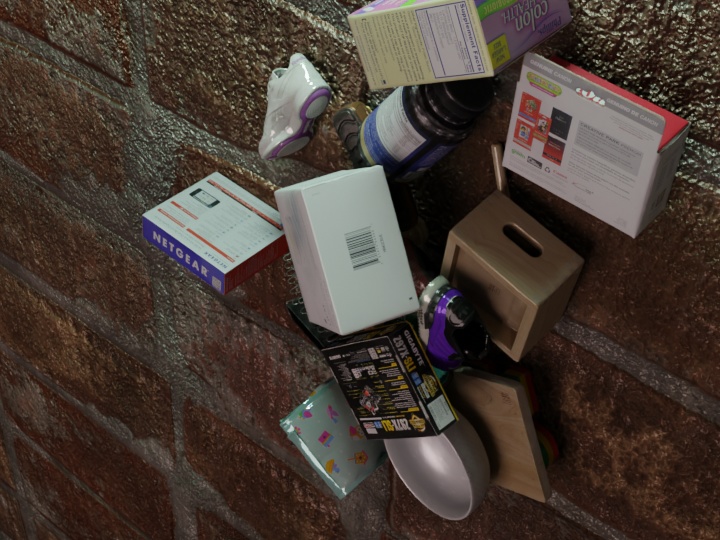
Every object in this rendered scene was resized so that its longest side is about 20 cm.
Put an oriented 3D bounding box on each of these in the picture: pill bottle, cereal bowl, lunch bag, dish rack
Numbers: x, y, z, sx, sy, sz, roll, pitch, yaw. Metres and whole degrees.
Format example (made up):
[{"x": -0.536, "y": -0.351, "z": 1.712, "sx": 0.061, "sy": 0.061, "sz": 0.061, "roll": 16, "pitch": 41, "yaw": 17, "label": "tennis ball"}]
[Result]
[{"x": 0.088, "y": -0.204, "z": 1.520, "sx": 0.113, "sy": 0.111, "sz": 0.200, "roll": 54, "pitch": 141, "yaw": 0, "label": "pill bottle"}, {"x": 0.128, "y": 0.276, "z": 1.741, "sx": 0.199, "sy": 0.083, "sz": 0.202, "roll": 37, "pitch": 144, "yaw": 33, "label": "cereal bowl"}, {"x": -0.025, "y": 0.268, "z": 1.916, "sx": 0.171, "sy": 0.199, "sz": 0.122, "roll": 51, "pitch": 141, "yaw": 2, "label": "lunch bag"}, {"x": -0.071, "y": 0.031, "z": 1.803, "sx": 0.153, "sy": 0.054, "sz": 0.202, "roll": 43, "pitch": 152, "yaw": 41, "label": "dish rack"}]

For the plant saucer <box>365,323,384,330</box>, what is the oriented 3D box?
[{"x": -0.020, "y": 0.072, "z": 1.851, "sx": 0.201, "sy": 0.032, "sz": 0.202, "roll": 51, "pitch": 157, "yaw": 31, "label": "plant saucer"}]

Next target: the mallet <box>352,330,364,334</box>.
[{"x": 0.000, "y": 0.000, "z": 1.720, "sx": 0.065, "sy": 0.041, "sz": 0.203, "roll": 21, "pitch": 105, "yaw": 33, "label": "mallet"}]

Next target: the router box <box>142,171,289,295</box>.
[{"x": -0.236, "y": -0.068, "z": 1.906, "sx": 0.199, "sy": 0.179, "sz": 0.049, "roll": 33, "pitch": 137, "yaw": 25, "label": "router box"}]

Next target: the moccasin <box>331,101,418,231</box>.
[{"x": 0.029, "y": -0.152, "z": 1.659, "sx": 0.073, "sy": 0.077, "sz": 0.203, "roll": -33, "pitch": 88, "yaw": 37, "label": "moccasin"}]

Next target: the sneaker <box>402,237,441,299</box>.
[{"x": 0.118, "y": 0.030, "z": 1.682, "sx": 0.097, "sy": 0.071, "sz": 0.202, "roll": -27, "pitch": 99, "yaw": 21, "label": "sneaker"}]

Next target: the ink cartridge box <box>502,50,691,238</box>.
[{"x": 0.282, "y": -0.168, "z": 1.358, "sx": 0.199, "sy": 0.084, "sz": 0.177, "roll": 33, "pitch": 141, "yaw": 25, "label": "ink cartridge box"}]

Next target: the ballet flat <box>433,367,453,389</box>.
[{"x": 0.064, "y": 0.150, "z": 1.742, "sx": 0.198, "sy": 0.068, "sz": 0.069, "roll": 18, "pitch": 153, "yaw": 34, "label": "ballet flat"}]

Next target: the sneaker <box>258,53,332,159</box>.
[{"x": -0.110, "y": -0.249, "z": 1.741, "sx": 0.100, "sy": 0.074, "sz": 0.200, "roll": 59, "pitch": 140, "yaw": 16, "label": "sneaker"}]

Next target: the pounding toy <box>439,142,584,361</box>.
[{"x": 0.199, "y": -0.025, "z": 1.540, "sx": 0.200, "sy": 0.142, "sz": 0.185, "roll": 42, "pitch": 155, "yaw": 19, "label": "pounding toy"}]

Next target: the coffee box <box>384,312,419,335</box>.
[{"x": 0.087, "y": 0.137, "z": 1.826, "sx": 0.122, "sy": 0.044, "sz": 0.203, "roll": 16, "pitch": 129, "yaw": 40, "label": "coffee box"}]

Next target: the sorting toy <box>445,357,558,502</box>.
[{"x": 0.209, "y": 0.227, "z": 1.730, "sx": 0.199, "sy": 0.069, "sz": 0.201, "roll": 12, "pitch": 126, "yaw": 51, "label": "sorting toy"}]

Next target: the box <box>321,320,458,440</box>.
[{"x": 0.038, "y": 0.165, "z": 1.653, "sx": 0.199, "sy": 0.049, "sz": 0.161, "roll": -18, "pitch": 102, "yaw": 58, "label": "box"}]

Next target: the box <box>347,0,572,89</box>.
[{"x": 0.119, "y": -0.302, "z": 1.362, "sx": 0.198, "sy": 0.175, "sz": 0.098, "roll": 3, "pitch": 121, "yaw": 45, "label": "box"}]

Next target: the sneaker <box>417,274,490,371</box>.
[{"x": 0.135, "y": 0.099, "z": 1.569, "sx": 0.099, "sy": 0.070, "sz": 0.201, "roll": 36, "pitch": 160, "yaw": 28, "label": "sneaker"}]

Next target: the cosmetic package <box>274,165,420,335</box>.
[{"x": -0.024, "y": -0.031, "z": 1.577, "sx": 0.200, "sy": 0.121, "sz": 0.202, "roll": -168, "pitch": 62, "yaw": -76, "label": "cosmetic package"}]

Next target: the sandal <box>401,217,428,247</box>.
[{"x": 0.020, "y": -0.022, "z": 1.758, "sx": 0.078, "sy": 0.069, "sz": 0.211, "roll": 55, "pitch": 142, "yaw": -1, "label": "sandal"}]
